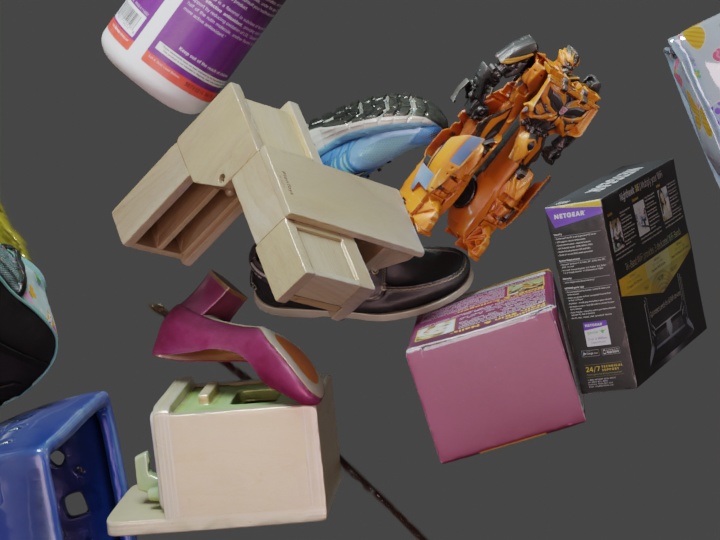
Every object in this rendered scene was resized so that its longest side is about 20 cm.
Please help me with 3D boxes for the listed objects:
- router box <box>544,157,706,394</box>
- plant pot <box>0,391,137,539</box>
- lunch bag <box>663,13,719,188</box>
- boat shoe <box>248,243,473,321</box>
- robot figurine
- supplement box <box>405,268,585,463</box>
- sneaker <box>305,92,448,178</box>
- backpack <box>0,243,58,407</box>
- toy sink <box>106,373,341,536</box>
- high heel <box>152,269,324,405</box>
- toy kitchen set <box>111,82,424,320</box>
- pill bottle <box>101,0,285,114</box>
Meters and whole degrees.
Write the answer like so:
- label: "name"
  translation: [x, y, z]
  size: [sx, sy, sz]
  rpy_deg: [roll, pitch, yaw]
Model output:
- label: "router box"
  translation: [0.227, 0.001, 1.608]
  size: [0.052, 0.200, 0.158]
  rpy_deg: [-8, 98, 28]
- label: "plant pot"
  translation: [-0.316, 0.232, 1.698]
  size: [0.179, 0.200, 0.201]
  rpy_deg: [-6, 99, 11]
- label: "lunch bag"
  translation: [0.368, -0.134, 1.616]
  size: [0.169, 0.127, 0.201]
  rpy_deg: [-25, 86, 6]
- label: "boat shoe"
  translation: [0.000, 0.000, 1.685]
  size: [0.199, 0.072, 0.068]
  rpy_deg: [-1, 135, 6]
- label: "robot figurine"
  translation: [0.126, -0.107, 1.645]
  size: [0.145, 0.058, 0.200]
  rpy_deg: [23, 114, -43]
- label: "supplement box"
  translation: [0.118, 0.077, 1.630]
  size: [0.130, 0.200, 0.104]
  rpy_deg: [-16, 97, 8]
- label: "sneaker"
  translation: [-0.012, -0.094, 1.688]
  size: [0.199, 0.078, 0.090]
  rpy_deg: [-18, 107, 16]
- label: "backpack"
  translation: [-0.368, 0.034, 1.682]
  size: [0.175, 0.154, 0.200]
  rpy_deg: [-35, 132, 7]
- label: "toy sink"
  translation: [-0.125, 0.158, 1.700]
  size: [0.199, 0.130, 0.113]
  rpy_deg: [-5, 98, 7]
- label: "high heel"
  translation: [-0.110, 0.084, 1.673]
  size: [0.096, 0.067, 0.200]
  rpy_deg: [-52, 52, 4]
- label: "toy kitchen set"
  translation: [-0.071, -0.013, 1.613]
  size: [0.180, 0.163, 0.201]
  rpy_deg: [-43, 53, 29]
- label: "pill bottle"
  translation: [-0.127, -0.242, 1.646]
  size: [0.112, 0.112, 0.200]
  rpy_deg: [38, 100, -2]
